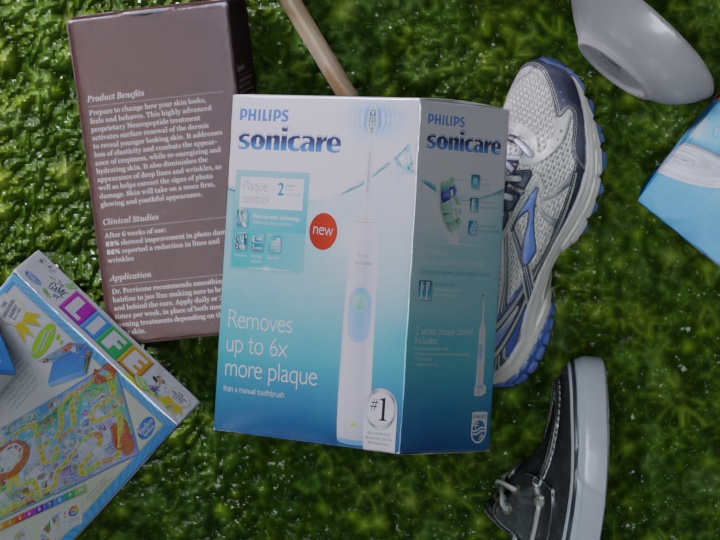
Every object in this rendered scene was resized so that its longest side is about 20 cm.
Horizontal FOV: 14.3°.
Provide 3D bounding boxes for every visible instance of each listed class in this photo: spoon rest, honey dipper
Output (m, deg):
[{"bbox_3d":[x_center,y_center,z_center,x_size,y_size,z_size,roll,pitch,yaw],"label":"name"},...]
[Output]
[{"bbox_3d":[0.129,-0.165,1.677,0.200,0.099,0.061,36,83,14],"label":"spoon rest"},{"bbox_3d":[-0.021,-0.127,1.725,0.038,0.038,0.200,-30,97,10],"label":"honey dipper"}]

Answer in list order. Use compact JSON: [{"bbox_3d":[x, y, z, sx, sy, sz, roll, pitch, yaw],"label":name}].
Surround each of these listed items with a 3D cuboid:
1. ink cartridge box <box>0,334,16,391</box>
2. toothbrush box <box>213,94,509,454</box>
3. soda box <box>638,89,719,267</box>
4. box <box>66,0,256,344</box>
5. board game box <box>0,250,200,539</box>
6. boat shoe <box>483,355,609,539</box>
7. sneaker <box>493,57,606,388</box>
[{"bbox_3d":[-0.291,0.014,1.714,0.116,0.067,0.200,-46,55,32],"label":"ink cartridge box"},{"bbox_3d":[0.000,0.000,1.645,0.146,0.085,0.200,6,91,41],"label":"toothbrush box"},{"bbox_3d":[0.250,-0.100,1.677,0.068,0.064,0.200,38,99,1],"label":"soda box"},{"bbox_3d":[-0.110,-0.060,1.723,0.100,0.075,0.200,-5,99,8],"label":"box"},{"bbox_3d":[-0.206,0.101,1.738,0.134,0.034,0.200,43,122,0],"label":"board game box"},{"bbox_3d":[0.109,0.148,1.721,0.071,0.072,0.200,7,100,2],"label":"boat shoe"},{"bbox_3d":[0.082,-0.028,1.683,0.085,0.077,0.200,6,100,-38],"label":"sneaker"}]
